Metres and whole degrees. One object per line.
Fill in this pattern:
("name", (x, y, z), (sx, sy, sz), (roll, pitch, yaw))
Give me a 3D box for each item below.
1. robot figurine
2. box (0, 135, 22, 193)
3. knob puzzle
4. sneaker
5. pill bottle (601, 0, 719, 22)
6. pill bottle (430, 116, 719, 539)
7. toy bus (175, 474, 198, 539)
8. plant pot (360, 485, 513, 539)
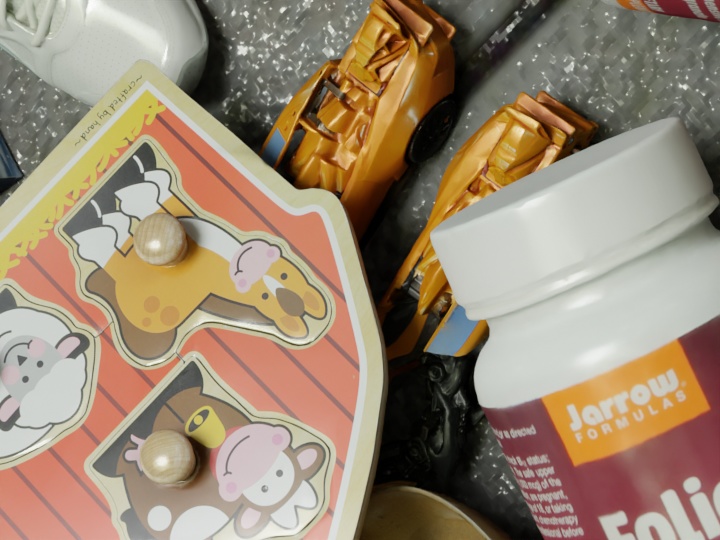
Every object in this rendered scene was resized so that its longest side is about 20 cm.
("robot figurine", (0.000, 0.000, 0.810), (0.145, 0.058, 0.201), (38, 111, 21))
("box", (-0.242, -0.113, 0.886), (0.040, 0.137, 0.201), (-33, 79, 25))
("knob puzzle", (-0.078, 0.043, 0.763), (0.218, 0.030, 0.221), (-3, 75, 12))
("sneaker", (-0.154, -0.123, 0.871), (0.200, 0.080, 0.071), (32, 108, 21))
("pill bottle", (0.176, -0.128, 0.670), (0.199, 0.109, 0.110), (12, 101, 27))
("pill bottle", (0.108, 0.057, 0.707), (0.114, 0.114, 0.201), (-23, 95, 29))
("toy bus", (-0.034, 0.166, 0.802), (0.065, 0.078, 0.201), (-24, 79, 53))
("plant pot", (0.045, 0.177, 0.778), (0.200, 0.027, 0.201), (30, 125, 55))
